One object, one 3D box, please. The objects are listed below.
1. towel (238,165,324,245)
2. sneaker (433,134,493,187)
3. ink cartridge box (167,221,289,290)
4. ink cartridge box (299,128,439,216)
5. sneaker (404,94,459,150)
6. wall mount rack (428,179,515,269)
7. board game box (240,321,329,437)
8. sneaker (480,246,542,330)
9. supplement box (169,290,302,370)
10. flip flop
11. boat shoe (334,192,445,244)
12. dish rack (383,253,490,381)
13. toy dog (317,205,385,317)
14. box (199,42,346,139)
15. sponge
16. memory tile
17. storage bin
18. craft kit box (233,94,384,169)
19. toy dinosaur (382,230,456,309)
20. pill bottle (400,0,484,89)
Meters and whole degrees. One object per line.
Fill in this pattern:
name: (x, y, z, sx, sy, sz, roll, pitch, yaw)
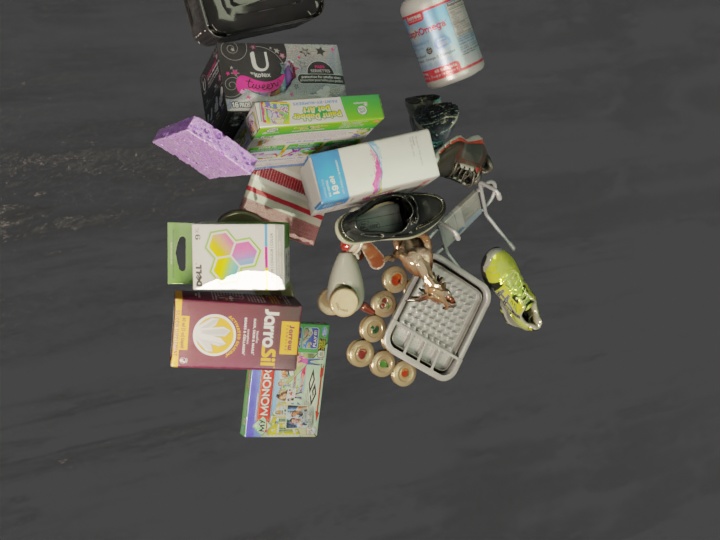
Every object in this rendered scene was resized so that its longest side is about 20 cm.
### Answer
towel: (-0.114, -0.157, 1.399, 0.144, 0.023, 0.200, 21, 84, -24)
sneaker: (0.182, -0.188, 1.461, 0.200, 0.077, 0.082, -25, 77, -49)
ink cartridge box: (-0.213, -0.024, 1.296, 0.200, 0.059, 0.104, 1, 97, 3)
ink cartridge box: (0.013, -0.158, 1.340, 0.200, 0.145, 0.085, -15, 89, -11)
sneaker: (0.128, -0.244, 1.414, 0.078, 0.200, 0.086, -11, 114, 0)
wall mount rack: (0.214, -0.067, 1.540, 0.200, 0.075, 0.174, -43, 143, -15)
board game box: (-0.130, 0.187, 1.421, 0.134, 0.029, 0.200, 5, 93, -27)
sneaker: (0.295, 0.034, 1.564, 0.075, 0.076, 0.200, -44, 124, -14)
supplement box: (-0.201, 0.096, 1.322, 0.200, 0.086, 0.111, 4, 97, -13)
flip flop: (-0.168, -0.012, 1.359, 0.081, 0.058, 0.200, -25, 110, -4)
boat shoe: (0.060, -0.090, 1.316, 0.199, 0.066, 0.075, -9, 82, -23)
dish rack: (0.136, 0.084, 1.512, 0.172, 0.044, 0.200, 31, 82, -24)
toy dog: (0.000, 0.000, 1.416, 0.096, 0.132, 0.200, 17, 109, -19)
box: (-0.138, -0.283, 1.300, 0.200, 0.132, 0.115, -7, 80, -25)
sponge: (-0.236, -0.181, 1.237, 0.112, 0.200, 0.030, 34, 79, -25)
memory tile: (0.073, 0.104, 1.516, 0.153, 0.017, 0.200, 28, 83, -25)
storage bin: (-0.174, -0.444, 1.301, 0.200, 0.094, 0.135, -20, 103, -22)
craft kit box: (-0.091, -0.212, 1.286, 0.200, 0.197, 0.049, -9, 84, -23)
toy dinosaur: (0.097, -0.018, 1.428, 0.086, 0.200, 0.136, -21, 126, 11)
pill bottle: (0.136, -0.430, 1.441, 0.109, 0.109, 0.200, -29, 106, -20)
